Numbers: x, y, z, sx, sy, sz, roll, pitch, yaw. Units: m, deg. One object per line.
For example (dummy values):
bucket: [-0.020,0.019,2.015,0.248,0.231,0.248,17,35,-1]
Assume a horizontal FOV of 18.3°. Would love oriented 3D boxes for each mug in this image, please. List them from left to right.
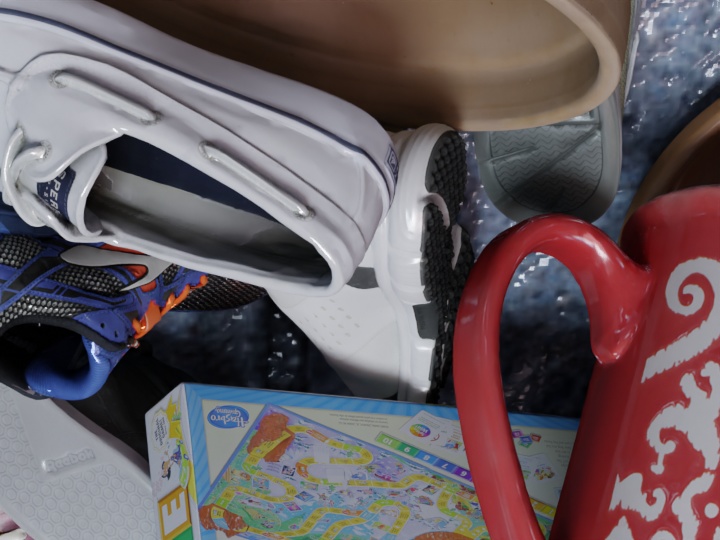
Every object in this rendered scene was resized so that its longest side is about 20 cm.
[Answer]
mug: [0.112,0.082,0.823,0.177,0.200,0.134,15,156,12]

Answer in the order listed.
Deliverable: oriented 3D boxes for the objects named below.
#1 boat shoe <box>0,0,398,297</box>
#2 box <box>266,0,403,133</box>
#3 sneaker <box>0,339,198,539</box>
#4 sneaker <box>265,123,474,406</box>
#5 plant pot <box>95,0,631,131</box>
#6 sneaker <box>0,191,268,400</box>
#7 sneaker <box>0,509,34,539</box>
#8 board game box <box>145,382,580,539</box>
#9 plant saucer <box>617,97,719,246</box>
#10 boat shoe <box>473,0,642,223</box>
boat shoe: [-0.088,-0.044,0.744,0.199,0.065,0.074,14,137,8]
box: [-0.076,-0.103,0.833,0.199,0.021,0.164,2,121,-10]
sneaker: [-0.134,0.039,0.893,0.200,0.099,0.071,44,107,3]
sneaker: [0.000,0.000,0.868,0.080,0.074,0.200,10,150,11]
plant pot: [-0.004,-0.122,0.741,0.200,0.201,0.093,18,77,-20]
sneaker: [-0.104,0.012,0.821,0.200,0.079,0.075,-6,154,-46]
sneaker: [-0.135,0.139,0.939,0.075,0.090,0.200,-24,124,7]
board game box: [0.020,0.117,0.844,0.199,0.135,0.034,8,152,-31]
plant saucer: [0.200,-0.010,0.932,0.199,0.037,0.201,-4,124,-6]
boat shoe: [0.074,-0.116,0.834,0.074,0.065,0.203,2,119,14]
